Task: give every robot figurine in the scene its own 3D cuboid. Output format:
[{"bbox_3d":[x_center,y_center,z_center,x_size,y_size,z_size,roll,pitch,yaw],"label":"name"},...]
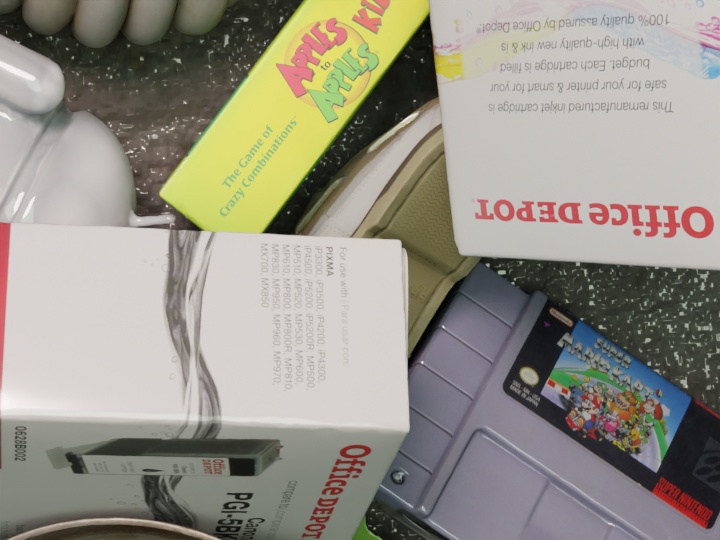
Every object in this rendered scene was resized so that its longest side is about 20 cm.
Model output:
[{"bbox_3d":[-0.184,-0.038,0.777,0.199,0.113,0.170,25,132,-5],"label":"robot figurine"}]

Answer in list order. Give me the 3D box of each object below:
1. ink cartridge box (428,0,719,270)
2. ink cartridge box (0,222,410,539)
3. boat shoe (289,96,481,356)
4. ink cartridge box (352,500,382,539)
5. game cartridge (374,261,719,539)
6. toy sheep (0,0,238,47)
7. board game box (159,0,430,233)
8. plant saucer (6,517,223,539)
[{"bbox_3d":[0.123,-0.112,0.700,0.144,0.145,0.202,-18,107,-45],"label":"ink cartridge box"},{"bbox_3d":[-0.088,0.050,0.708,0.198,0.147,0.084,2,63,-9],"label":"ink cartridge box"},{"bbox_3d":[0.000,0.000,0.814,0.075,0.069,0.200,38,111,-22],"label":"boat shoe"},{"bbox_3d":[-0.011,0.192,0.805,0.147,0.076,0.201,32,101,-5],"label":"ink cartridge box"},{"bbox_3d":[0.105,0.098,0.823,0.199,0.038,0.130,34,69,-6],"label":"game cartridge"},{"bbox_3d":[-0.106,-0.163,0.771,0.198,0.138,0.139,5,93,-11],"label":"toy sheep"},{"bbox_3d":[-0.011,-0.100,0.793,0.047,0.102,0.201,37,90,-4],"label":"board game box"},{"bbox_3d":[-0.097,0.187,0.740,0.198,0.032,0.202,0,111,1],"label":"plant saucer"}]
